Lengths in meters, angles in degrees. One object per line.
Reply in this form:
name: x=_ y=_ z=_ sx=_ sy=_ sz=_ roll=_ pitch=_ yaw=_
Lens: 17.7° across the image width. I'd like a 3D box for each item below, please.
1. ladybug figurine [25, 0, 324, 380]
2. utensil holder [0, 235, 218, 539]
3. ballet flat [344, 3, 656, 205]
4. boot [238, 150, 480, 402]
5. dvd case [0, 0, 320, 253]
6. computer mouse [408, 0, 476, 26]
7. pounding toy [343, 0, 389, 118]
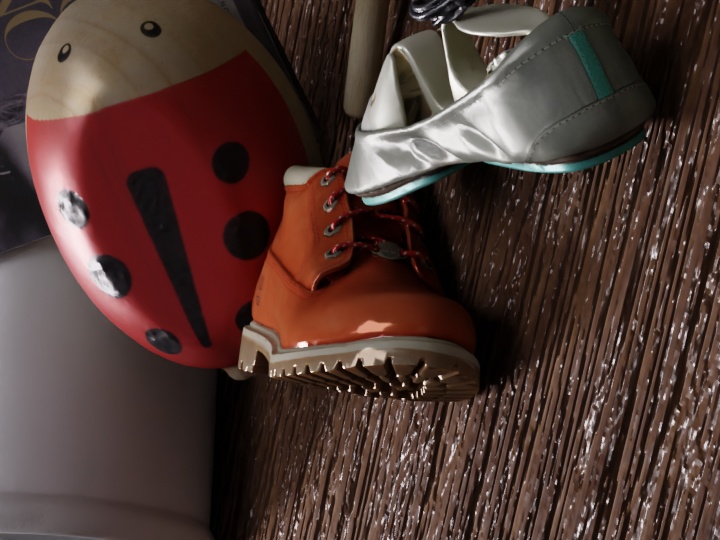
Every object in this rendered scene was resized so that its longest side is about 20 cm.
ladybug figurine: x=-0.086 y=-0.035 z=1.073 sx=0.072 sy=0.136 sz=0.200 roll=-77 pitch=-34 yaw=-67
utensil holder: x=-0.156 y=0.053 z=1.223 sx=0.170 sy=0.170 sz=0.200 roll=151 pitch=125 yaw=-65
ballet flat: x=0.042 y=-0.067 z=0.871 sx=0.064 sy=0.067 sz=0.200 roll=64 pitch=157 yaw=-10
boot: x=0.000 y=0.000 z=0.967 sx=0.200 sy=0.075 sz=0.107 roll=-168 pitch=90 yaw=-70
dvd case: x=-0.138 y=-0.094 z=1.106 sx=0.016 sy=0.200 sz=0.149 roll=-79 pitch=-32 yaw=-61
computer mouse: x=0.069 y=-0.172 z=0.808 sx=0.200 sy=0.034 sz=0.059 roll=-57 pitch=25 yaw=16
pounding toy: x=-0.013 y=-0.205 z=1.008 sx=0.184 sy=0.142 sz=0.200 roll=-35 pitch=52 yaw=45
